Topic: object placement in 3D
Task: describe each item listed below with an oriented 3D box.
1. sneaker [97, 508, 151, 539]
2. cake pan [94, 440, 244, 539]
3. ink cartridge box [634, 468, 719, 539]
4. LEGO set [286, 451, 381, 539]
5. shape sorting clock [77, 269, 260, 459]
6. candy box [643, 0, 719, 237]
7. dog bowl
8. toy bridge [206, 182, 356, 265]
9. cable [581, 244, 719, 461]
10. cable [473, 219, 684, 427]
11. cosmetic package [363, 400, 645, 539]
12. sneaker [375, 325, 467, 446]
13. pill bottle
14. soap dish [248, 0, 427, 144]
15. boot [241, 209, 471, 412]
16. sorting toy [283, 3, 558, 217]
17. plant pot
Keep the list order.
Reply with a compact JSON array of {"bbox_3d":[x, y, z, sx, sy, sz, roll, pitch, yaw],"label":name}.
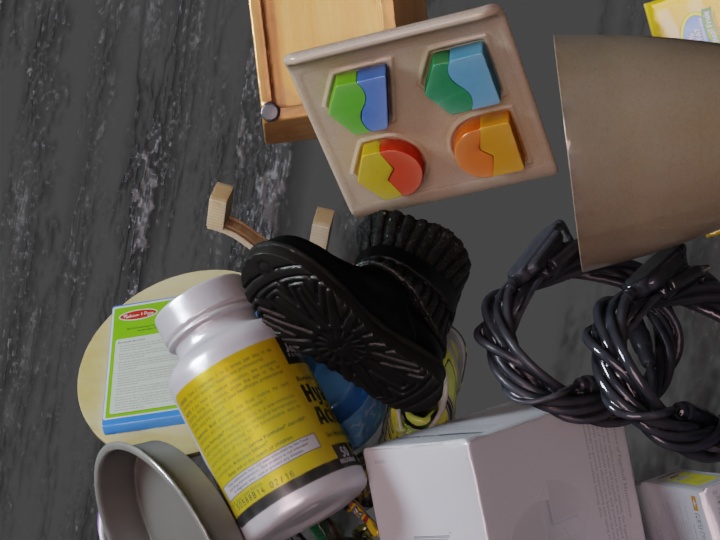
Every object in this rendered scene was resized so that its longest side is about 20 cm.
[{"bbox_3d":[-0.191,0.270,1.711,0.072,0.114,0.203,-12,92,13],"label":"sneaker"},{"bbox_3d":[-0.147,0.223,1.570,0.200,0.037,0.202,37,141,38],"label":"cake pan"},{"bbox_3d":[0.286,0.259,1.555,0.047,0.200,0.199,-19,90,-7],"label":"ink cartridge box"},{"bbox_3d":[-0.015,0.267,1.641,0.153,0.116,0.201,-25,94,43],"label":"LEGO set"},{"bbox_3d":[-0.148,0.081,1.671,0.198,0.039,0.202,-9,53,12],"label":"shape sorting clock"},{"bbox_3d":[0.307,-0.136,1.595,0.101,0.026,0.202,-16,90,19],"label":"candy box"},{"bbox_3d":[-0.067,0.111,1.664,0.198,0.112,0.050,-2,137,27],"label":"dog bowl"},{"bbox_3d":[-0.035,-0.022,1.677,0.198,0.027,0.068,13,130,2],"label":"toy bridge"},{"bbox_3d":[0.255,0.077,1.544,0.051,0.200,0.164,-32,95,43],"label":"cable"},{"bbox_3d":[0.178,0.057,1.574,0.163,0.200,0.051,42,137,-2],"label":"cable"},{"bbox_3d":[0.125,0.216,1.566,0.122,0.199,0.202,-10,92,45],"label":"cosmetic package"},{"bbox_3d":[0.043,0.145,1.659,0.075,0.076,0.202,7,98,12],"label":"sneaker"},{"bbox_3d":[-0.085,0.109,1.548,0.111,0.111,0.201,-33,76,14],"label":"pill bottle"},{"bbox_3d":[-0.023,-0.215,1.647,0.156,0.081,0.202,-6,94,15],"label":"soap dish"},{"bbox_3d":[-0.001,0.001,1.566,0.079,0.159,0.211,-26,127,37],"label":"boot"},{"bbox_3d":[0.052,-0.122,1.591,0.183,0.201,0.037,-12,46,15],"label":"sorting toy"},{"bbox_3d":[0.260,-0.103,1.519,0.198,0.187,0.189,-6,92,7],"label":"plant pot"}]
